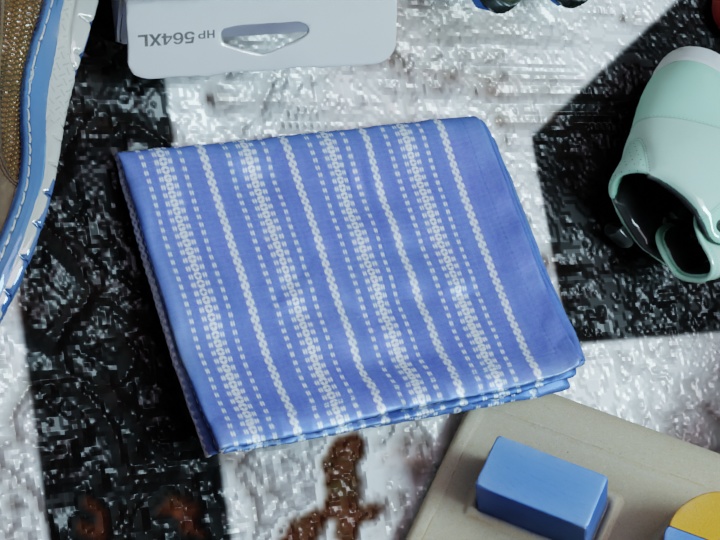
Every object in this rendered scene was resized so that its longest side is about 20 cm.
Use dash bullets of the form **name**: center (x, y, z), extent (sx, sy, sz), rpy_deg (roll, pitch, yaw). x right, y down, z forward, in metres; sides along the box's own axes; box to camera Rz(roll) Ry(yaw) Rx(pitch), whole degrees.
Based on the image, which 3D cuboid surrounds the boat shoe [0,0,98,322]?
- **boat shoe**: center (-0.160, -0.054, 0.710), extent (0.072, 0.072, 0.202), rpy_deg (20, 57, -20)

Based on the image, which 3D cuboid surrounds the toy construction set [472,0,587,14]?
- **toy construction set**: center (0.079, -0.194, 0.876), extent (0.199, 0.092, 0.132), rpy_deg (-15, 84, -34)

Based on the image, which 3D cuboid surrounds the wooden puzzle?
- **wooden puzzle**: center (0.102, 0.143, 0.762), extent (0.184, 0.046, 0.201), rpy_deg (19, 57, 18)

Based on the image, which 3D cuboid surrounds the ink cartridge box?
- **ink cartridge box**: center (-0.047, -0.188, 0.752), extent (0.127, 0.125, 0.202), rpy_deg (-6, 82, -10)

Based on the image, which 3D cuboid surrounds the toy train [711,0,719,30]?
- **toy train**: center (0.256, -0.165, 0.988), extent (0.115, 0.084, 0.202), rpy_deg (-19, 86, -44)

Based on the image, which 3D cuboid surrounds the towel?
- **towel**: center (0.000, 0.000, 0.799), extent (0.198, 0.024, 0.146), rpy_deg (-9, 70, -32)

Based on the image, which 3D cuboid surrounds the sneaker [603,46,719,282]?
- **sneaker**: center (0.210, -0.011, 0.912), extent (0.200, 0.074, 0.119), rpy_deg (39, 53, -5)
